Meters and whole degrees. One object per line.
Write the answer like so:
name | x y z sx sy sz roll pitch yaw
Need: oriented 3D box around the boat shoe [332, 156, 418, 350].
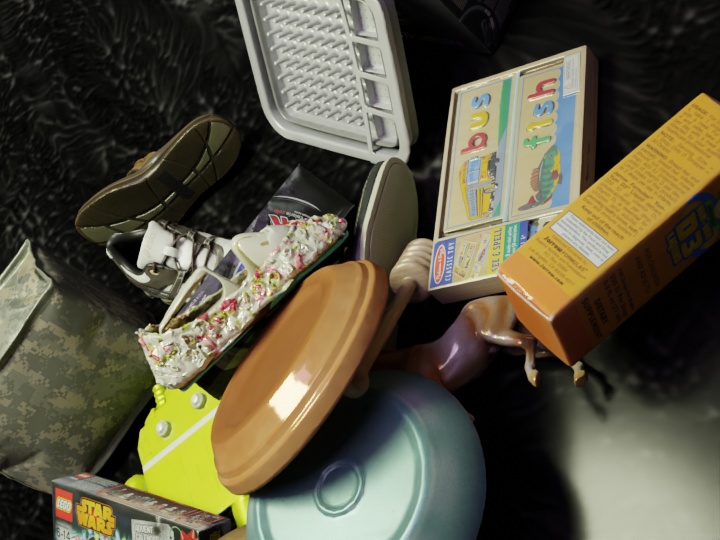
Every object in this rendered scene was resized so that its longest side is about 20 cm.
boat shoe | 0.000 0.000 1.042 0.067 0.072 0.203 1 73 38

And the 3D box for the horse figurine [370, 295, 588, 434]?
horse figurine | 0.085 0.069 0.933 0.199 0.050 0.133 -35 38 1

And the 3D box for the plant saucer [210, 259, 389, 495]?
plant saucer | -0.053 0.072 0.927 0.201 0.037 0.201 -49 16 19

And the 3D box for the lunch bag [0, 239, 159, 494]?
lunch bag | -0.295 0.104 1.163 0.201 0.163 0.118 -53 38 4

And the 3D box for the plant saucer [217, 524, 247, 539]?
plant saucer | -0.049 0.260 0.905 0.197 0.036 0.202 0 52 1

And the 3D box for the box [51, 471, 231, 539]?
box | -0.188 0.260 1.056 0.198 0.040 0.139 6 100 41

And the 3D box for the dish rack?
dish rack | -0.025 -0.190 1.114 0.199 0.173 0.043 19 44 42

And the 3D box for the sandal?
sandal | -0.202 -0.093 1.250 0.200 0.082 0.055 -41 33 19

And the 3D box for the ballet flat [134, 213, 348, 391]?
ballet flat | -0.096 0.012 0.990 0.200 0.064 0.076 -44 14 -8

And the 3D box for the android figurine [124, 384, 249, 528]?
android figurine | -0.137 0.168 1.097 0.181 0.041 0.201 -37 52 20

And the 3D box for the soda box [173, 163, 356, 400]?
soda box | -0.087 0.011 1.068 0.063 0.071 0.201 36 80 11

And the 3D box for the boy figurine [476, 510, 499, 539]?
boy figurine | 0.022 0.151 0.949 0.124 0.065 0.200 -34 50 -15

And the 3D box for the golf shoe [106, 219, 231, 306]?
golf shoe | -0.156 -0.003 1.157 0.198 0.094 0.079 0 68 37

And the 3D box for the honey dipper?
honey dipper | 0.025 0.037 0.950 0.038 0.038 0.200 -23 19 29

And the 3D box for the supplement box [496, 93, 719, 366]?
supplement box | 0.193 -0.029 0.864 0.200 0.067 0.069 -42 48 -7

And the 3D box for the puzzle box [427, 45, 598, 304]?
puzzle box | 0.123 -0.077 0.993 0.132 0.025 0.202 -14 54 34

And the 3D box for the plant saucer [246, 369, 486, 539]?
plant saucer | -0.007 0.157 0.879 0.198 0.036 0.202 -16 56 25

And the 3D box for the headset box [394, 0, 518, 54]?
headset box | 0.020 -0.285 1.073 0.173 0.199 0.094 20 81 42
